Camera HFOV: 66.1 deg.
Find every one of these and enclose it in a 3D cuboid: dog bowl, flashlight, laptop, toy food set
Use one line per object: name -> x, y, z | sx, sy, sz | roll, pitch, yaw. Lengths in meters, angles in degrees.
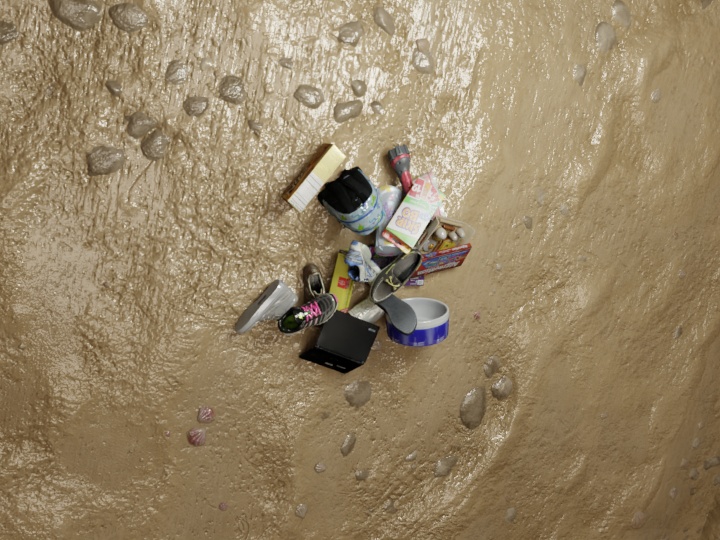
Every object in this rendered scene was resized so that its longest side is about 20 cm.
dog bowl -> 0.175, 0.156, 1.704 | 0.194, 0.200, 0.081 | -9, 109, -16
flashlight -> 0.140, -0.262, 1.615 | 0.067, 0.067, 0.205 | -25, 79, 26
laptop -> -0.067, 0.221, 1.690 | 0.174, 0.199, 0.106 | 23, 58, -21
toy food set -> 0.253, -0.083, 1.692 | 0.197, 0.061, 0.145 | 8, 127, -44

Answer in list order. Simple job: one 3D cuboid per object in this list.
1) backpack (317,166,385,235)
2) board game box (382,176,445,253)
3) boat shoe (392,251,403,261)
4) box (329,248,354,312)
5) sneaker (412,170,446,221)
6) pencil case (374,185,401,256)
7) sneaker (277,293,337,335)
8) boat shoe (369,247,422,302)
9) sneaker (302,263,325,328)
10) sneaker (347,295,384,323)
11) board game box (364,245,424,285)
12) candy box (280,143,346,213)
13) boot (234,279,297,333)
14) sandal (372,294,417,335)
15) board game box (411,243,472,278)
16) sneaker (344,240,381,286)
backpack -> -0.013, -0.191, 1.556 | 0.162, 0.200, 0.156 | -36, 113, -7
board game box -> 0.149, -0.156, 1.559 | 0.094, 0.030, 0.203 | 33, 82, -1
boat shoe -> 0.111, -0.070, 1.674 | 0.070, 0.076, 0.206 | 6, 73, -14
box -> -0.053, 0.039, 1.661 | 0.049, 0.075, 0.206 | 17, 99, 19
sneaker -> 0.201, -0.196, 1.700 | 0.102, 0.076, 0.204 | -19, 118, 3
pencil case -> 0.080, -0.145, 1.615 | 0.090, 0.082, 0.206 | 20, 63, -47
sneaker -> -0.155, 0.127, 1.574 | 0.196, 0.087, 0.075 | -27, 81, 10
boat shoe -> 0.101, 0.015, 1.598 | 0.071, 0.061, 0.202 | 41, 93, -12
sneaker -> -0.135, 0.084, 1.649 | 0.069, 0.075, 0.206 | -15, 107, -14
sneaker -> 0.014, 0.125, 1.693 | 0.202, 0.073, 0.084 | -54, 141, 4
board game box -> 0.112, -0.015, 1.734 | 0.194, 0.032, 0.124 | 1, 106, -19
candy box -> -0.133, -0.261, 1.543 | 0.055, 0.115, 0.201 | 39, 89, -22
boot -> -0.270, 0.127, 1.618 | 0.200, 0.074, 0.096 | -45, 121, 4
sandal -> 0.104, 0.118, 1.621 | 0.075, 0.201, 0.043 | -33, 136, -9
board game box -> 0.243, -0.029, 1.710 | 0.195, 0.020, 0.104 | -14, 152, -21
sneaker -> 0.000, 0.000, 1.613 | 0.086, 0.076, 0.201 | -56, 143, -19
